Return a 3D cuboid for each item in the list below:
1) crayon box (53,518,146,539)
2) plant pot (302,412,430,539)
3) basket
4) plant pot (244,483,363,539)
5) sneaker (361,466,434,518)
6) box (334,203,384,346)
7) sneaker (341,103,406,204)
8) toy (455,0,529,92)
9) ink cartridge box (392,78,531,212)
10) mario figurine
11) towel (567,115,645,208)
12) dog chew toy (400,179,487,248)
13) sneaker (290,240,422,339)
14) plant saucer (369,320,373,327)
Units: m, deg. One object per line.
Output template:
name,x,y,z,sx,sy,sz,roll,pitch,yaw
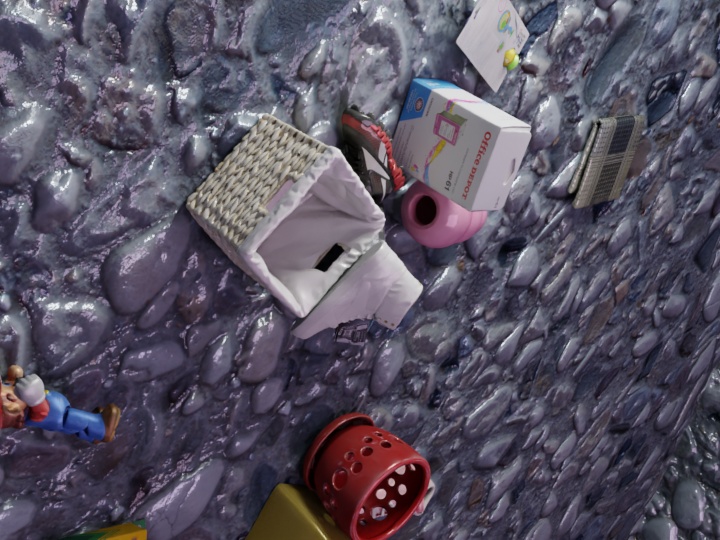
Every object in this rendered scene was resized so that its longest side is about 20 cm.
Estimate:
crayon box,-0.406,0.474,1.674,0.199,0.051,0.127,-2,97,-49
plant pot,0.001,0.383,1.997,0.200,0.182,0.201,-30,138,-31
basket,-0.104,-0.078,1.520,0.198,0.161,0.200,-49,144,-8
plant pot,-0.085,0.545,2.014,0.194,0.200,0.196,21,101,-54
sneaker,0.071,0.480,2.228,0.200,0.104,0.076,-29,140,-30
box,0.000,0.000,1.692,0.049,0.200,0.159,11,118,-5
sneaker,0.006,-0.169,1.652,0.098,0.071,0.201,-48,146,-14
toy,0.205,-0.383,1.734,0.116,0.047,0.200,-59,148,0
ink cartridge box,0.154,-0.200,1.688,0.084,0.200,0.145,-7,123,-46
mario figurine,-0.417,0.165,1.401,0.199,0.106,0.124,19,124,-31
towel,0.514,-0.230,2.239,0.192,0.034,0.201,-14,126,-47
dog chew toy,0.155,-0.101,1.847,0.199,0.124,0.125,-2,120,-58
sneaker,-0.001,0.061,1.569,0.200,0.074,0.116,-40,105,19
plant saucer,-0.034,0.063,1.840,0.199,0.019,0.070,16,105,-54
